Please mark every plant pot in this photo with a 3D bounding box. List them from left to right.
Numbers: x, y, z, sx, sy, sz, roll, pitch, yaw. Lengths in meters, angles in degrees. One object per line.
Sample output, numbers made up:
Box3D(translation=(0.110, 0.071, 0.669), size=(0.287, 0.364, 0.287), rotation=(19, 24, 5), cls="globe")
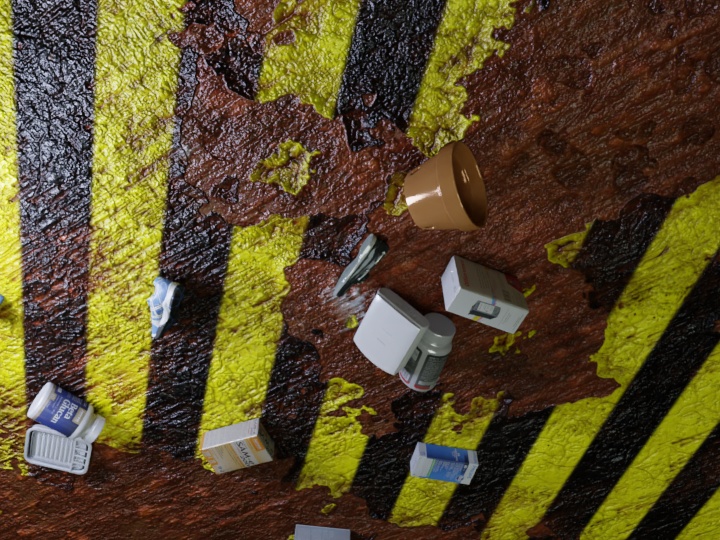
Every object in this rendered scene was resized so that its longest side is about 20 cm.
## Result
Box3D(translation=(0.191, -0.177, 1.567), size=(0.138, 0.202, 0.201), rotation=(-15, 126, 30), cls="plant pot")

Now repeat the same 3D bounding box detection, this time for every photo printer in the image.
Box3D(translation=(0.075, 0.170, 1.830), size=(0.166, 0.069, 0.202), rotation=(39, 124, 17), cls="photo printer")

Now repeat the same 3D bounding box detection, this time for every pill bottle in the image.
Box3D(translation=(-0.858, 0.425, 2.012), size=(0.199, 0.112, 0.111), rotation=(37, 117, -24), cls="pill bottle")
Box3D(translation=(0.185, 0.223, 1.879), size=(0.112, 0.115, 0.202), rotation=(13, 124, -9), cls="pill bottle")

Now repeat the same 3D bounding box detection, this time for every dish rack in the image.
Box3D(translation=(-0.941, 0.553, 2.143), size=(0.197, 0.044, 0.173), rotation=(17, 124, -12), cls="dish rack")

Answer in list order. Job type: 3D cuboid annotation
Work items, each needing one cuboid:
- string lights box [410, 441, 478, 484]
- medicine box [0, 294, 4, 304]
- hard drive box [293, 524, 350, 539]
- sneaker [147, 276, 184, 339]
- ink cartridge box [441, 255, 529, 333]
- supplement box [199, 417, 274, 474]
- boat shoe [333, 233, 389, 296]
Box3D(translation=(0.267, 0.618, 2.189), size=(0.196, 0.059, 0.104), rotation=(11, 125, -8), cls="string lights box")
Box3D(translation=(-1.047, 0.089, 1.733), size=(0.102, 0.183, 0.200), rotation=(-33, 120, 21), cls="medicine box")
Box3D(translation=(-0.143, 0.991, 2.434), size=(0.196, 0.077, 0.158), rotation=(9, 125, -6), cls="hard drive box")
Box3D(translation=(-0.526, 0.098, 1.823), size=(0.076, 0.076, 0.202), rotation=(30, 122, 6), cls="sneaker")
Box3D(translation=(0.314, 0.060, 1.747), size=(0.197, 0.149, 0.086), rotation=(18, 123, -12), cls="ink cartridge box")
Box3D(translation=(-0.381, 0.546, 2.124), size=(0.197, 0.074, 0.127), rotation=(-17, 124, 11), cls="supplement box")
Box3D(translation=(0.000, 0.000, 1.746), size=(0.060, 0.076, 0.201), rotation=(30, 120, -13), cls="boat shoe")
